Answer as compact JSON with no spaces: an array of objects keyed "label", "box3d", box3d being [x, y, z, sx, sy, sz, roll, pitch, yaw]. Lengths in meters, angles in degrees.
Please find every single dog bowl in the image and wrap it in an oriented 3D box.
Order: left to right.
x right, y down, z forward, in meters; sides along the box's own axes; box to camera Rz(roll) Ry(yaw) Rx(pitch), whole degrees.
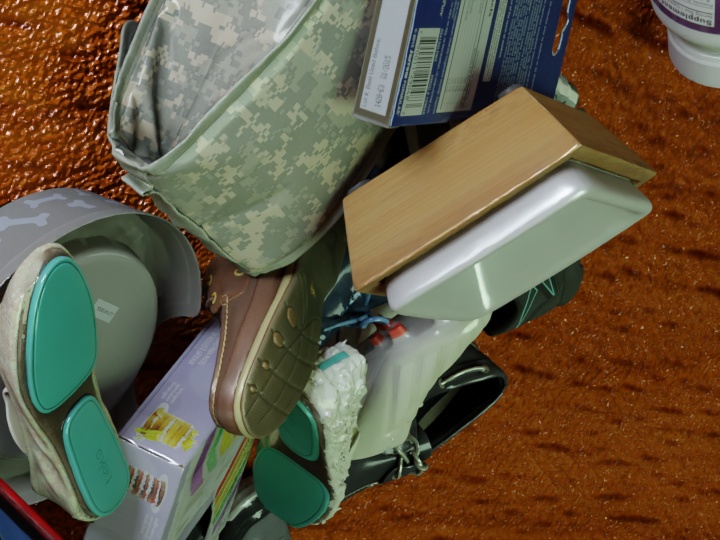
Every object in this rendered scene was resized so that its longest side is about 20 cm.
[{"label":"dog bowl","box3d":[-0.186,0.040,1.551,0.200,0.059,0.200,-34,143,-30]}]

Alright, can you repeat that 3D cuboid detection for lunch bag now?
[{"label":"lunch bag","box3d":[-0.056,-0.109,1.526,0.200,0.118,0.164,-56,149,-7]}]

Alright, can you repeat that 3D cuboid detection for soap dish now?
[{"label":"soap dish","box3d":[0.084,-0.039,1.591,0.157,0.081,0.200,-33,168,15]}]

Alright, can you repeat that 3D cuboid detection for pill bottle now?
[{"label":"pill bottle","box3d":[0.255,-0.225,1.825,0.112,0.112,0.200,-38,144,-25]}]

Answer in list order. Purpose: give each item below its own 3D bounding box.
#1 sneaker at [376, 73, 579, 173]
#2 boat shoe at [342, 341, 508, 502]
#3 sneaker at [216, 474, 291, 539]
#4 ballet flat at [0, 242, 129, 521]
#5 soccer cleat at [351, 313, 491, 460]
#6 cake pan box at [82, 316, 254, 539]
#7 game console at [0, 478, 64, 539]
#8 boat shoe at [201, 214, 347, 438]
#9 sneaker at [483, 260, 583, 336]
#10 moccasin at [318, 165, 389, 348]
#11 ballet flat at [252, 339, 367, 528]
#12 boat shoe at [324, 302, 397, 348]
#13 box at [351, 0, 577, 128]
[{"label":"sneaker","box3d":[0.059,-0.095,1.689,0.200,0.075,0.116,21,90,-53]},{"label":"boat shoe","box3d":[0.028,0.112,1.873,0.200,0.063,0.073,-38,143,-37]},{"label":"sneaker","box3d":[-0.052,0.237,1.854,0.075,0.114,0.200,-32,141,-32]},{"label":"ballet flat","box3d":[-0.179,0.063,1.471,0.067,0.062,0.200,-47,143,-38]},{"label":"soccer cleat","box3d":[0.022,0.074,1.764,0.200,0.078,0.069,-34,-165,29]},{"label":"cake pan box","box3d":[-0.118,0.136,1.656,0.184,0.052,0.200,-50,164,-54]},{"label":"game console","box3d":[-0.224,0.190,1.508,0.172,0.119,0.200,-13,147,-3]},{"label":"boat shoe","box3d":[-0.061,0.021,1.610,0.072,0.068,0.200,73,26,-45]},{"label":"sneaker","box3d":[0.114,-0.028,1.861,0.079,0.075,0.200,-36,143,-22]},{"label":"moccasin","box3d":[0.000,0.000,1.719,0.068,0.080,0.200,29,98,-19]},{"label":"ballet flat","box3d":[-0.024,0.106,1.710,0.072,0.072,0.200,-39,164,-23]},{"label":"boat shoe","box3d":[0.040,-0.013,1.783,0.071,0.070,0.200,8,113,-55]},{"label":"box","box3d":[0.068,-0.148,1.543,0.200,0.032,0.121,-8,113,-58]}]
